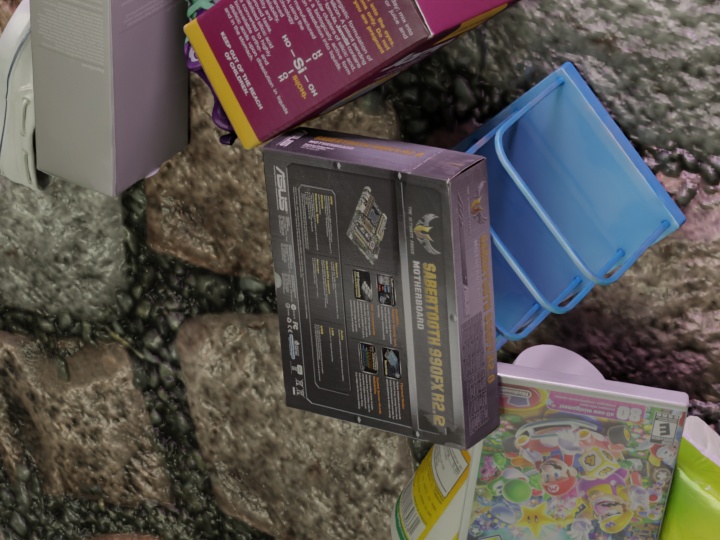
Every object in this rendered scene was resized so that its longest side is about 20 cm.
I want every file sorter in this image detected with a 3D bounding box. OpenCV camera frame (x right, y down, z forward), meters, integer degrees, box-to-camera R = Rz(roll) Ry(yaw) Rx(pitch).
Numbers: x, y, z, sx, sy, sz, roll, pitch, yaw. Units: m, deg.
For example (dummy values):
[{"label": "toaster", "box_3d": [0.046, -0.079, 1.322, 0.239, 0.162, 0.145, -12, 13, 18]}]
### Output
[{"label": "file sorter", "box_3d": [0.097, -0.022, 1.487, 0.139, 0.123, 0.200, 52, 132, -3]}]

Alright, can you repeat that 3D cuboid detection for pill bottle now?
[{"label": "pill bottle", "box_3d": [0.109, 0.150, 1.586, 0.113, 0.113, 0.201, 39, 132, 10]}]

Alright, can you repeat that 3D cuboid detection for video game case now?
[{"label": "video game case", "box_3d": [0.146, 0.163, 1.505, 0.142, 0.018, 0.201, 9, 121, 2]}]

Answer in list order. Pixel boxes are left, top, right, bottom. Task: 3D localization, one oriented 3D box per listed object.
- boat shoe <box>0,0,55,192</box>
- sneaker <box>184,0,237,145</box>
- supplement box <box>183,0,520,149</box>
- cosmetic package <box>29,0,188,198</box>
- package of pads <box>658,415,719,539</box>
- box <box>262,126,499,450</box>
[{"label": "boat shoe", "box_3d": [-0.256, -0.146, 1.710, 0.065, 0.074, 0.201, 32, 140, 10]}, {"label": "sneaker", "box_3d": [-0.102, -0.196, 1.550, 0.074, 0.087, 0.201, -7, 111, 38]}, {"label": "supplement box", "box_3d": [-0.003, -0.180, 1.454, 0.199, 0.131, 0.104, -28, 90, 43]}, {"label": "cosmetic package", "box_3d": [-0.191, -0.171, 1.618, 0.090, 0.107, 0.201, 22, 125, 23]}, {"label": "package of pads", "box_3d": [0.269, 0.224, 1.546, 0.200, 0.068, 0.155, 40, 131, 10]}, {"label": "box", "box_3d": [0.014, 0.011, 1.447, 0.157, 0.048, 0.202, 10, 117, 34]}]
